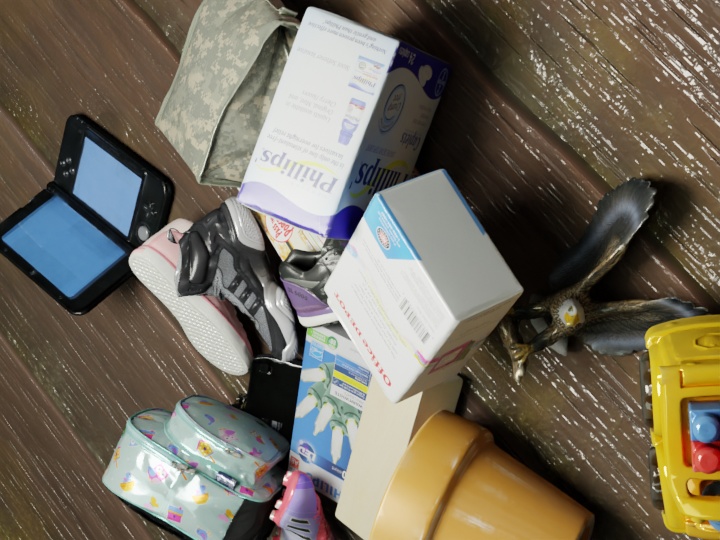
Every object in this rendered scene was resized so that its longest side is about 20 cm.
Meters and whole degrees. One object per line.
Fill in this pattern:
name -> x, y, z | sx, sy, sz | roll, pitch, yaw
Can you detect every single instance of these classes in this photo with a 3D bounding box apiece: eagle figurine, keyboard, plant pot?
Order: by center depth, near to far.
eagle figurine -> 0.220, 0.025, 1.421 | 0.200, 0.151, 0.152 | -27, 127, 13
plant pot -> 0.129, 0.267, 1.514 | 0.183, 0.200, 0.200 | 21, 116, 19
keyboard -> -0.112, 0.186, 1.805 | 0.104, 0.040, 0.200 | 16, 112, 13

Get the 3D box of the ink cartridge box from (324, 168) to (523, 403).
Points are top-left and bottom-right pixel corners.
ink cartridge box -> 0.054, 0.019, 1.436 | 0.145, 0.085, 0.200 | 59, 151, 16

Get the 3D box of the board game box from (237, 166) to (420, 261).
board game box -> -0.038, -0.095, 1.645 | 0.200, 0.046, 0.152 | -42, 73, 40

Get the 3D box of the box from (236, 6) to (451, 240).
box -> -0.012, -0.137, 1.475 | 0.105, 0.184, 0.200 | 24, 97, 18

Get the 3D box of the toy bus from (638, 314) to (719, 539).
toy bus -> 0.313, 0.155, 1.288 | 0.136, 0.192, 0.200 | -4, 102, 10

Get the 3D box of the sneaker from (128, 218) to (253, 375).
sneaker -> -0.177, 0.024, 1.786 | 0.200, 0.105, 0.075 | 51, 142, -15

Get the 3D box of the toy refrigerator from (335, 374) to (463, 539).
toy refrigerator -> 0.043, 0.193, 1.624 | 0.076, 0.070, 0.200 | 31, 116, 41

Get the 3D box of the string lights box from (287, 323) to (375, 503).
string lights box -> -0.016, 0.155, 1.684 | 0.103, 0.059, 0.200 | 25, 118, 33

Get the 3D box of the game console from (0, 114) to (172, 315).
game console -> -0.354, -0.073, 1.882 | 0.200, 0.116, 0.176 | 36, 123, 28

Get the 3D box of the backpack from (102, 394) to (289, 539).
backpack -> -0.188, 0.229, 1.729 | 0.200, 0.176, 0.153 | 19, 98, 8

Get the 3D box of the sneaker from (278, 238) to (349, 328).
sneaker -> 0.000, 0.000, 1.586 | 0.200, 0.076, 0.088 | -15, 115, 29

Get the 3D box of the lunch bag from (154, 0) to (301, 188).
lunch bag -> -0.123, -0.204, 1.611 | 0.164, 0.118, 0.200 | 49, 122, 53

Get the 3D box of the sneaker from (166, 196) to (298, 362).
sneaker -> -0.149, 0.024, 1.711 | 0.075, 0.114, 0.200 | -147, 36, -77

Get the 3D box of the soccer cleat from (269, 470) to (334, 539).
soccer cleat -> -0.062, 0.288, 1.717 | 0.076, 0.067, 0.200 | 17, 146, 4
